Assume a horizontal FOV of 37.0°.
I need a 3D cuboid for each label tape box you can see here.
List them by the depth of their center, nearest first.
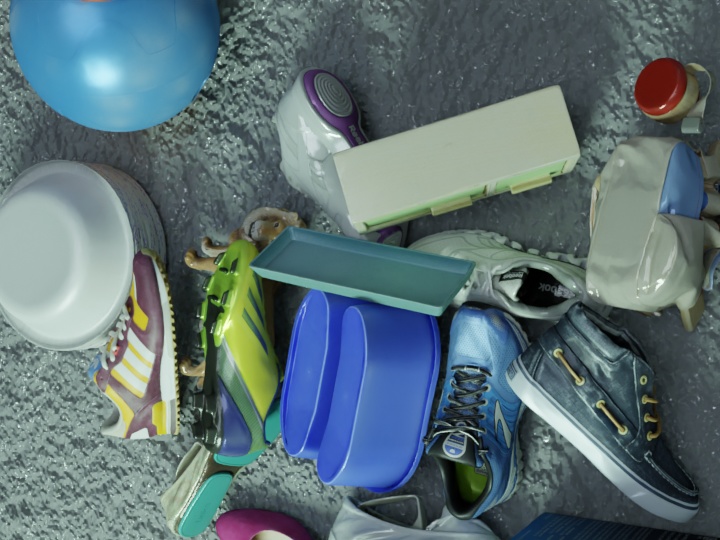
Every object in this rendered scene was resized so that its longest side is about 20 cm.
[{"bbox_3d":[0.221,0.251,0.862,0.198,0.143,0.067,5,92,25],"label":"label tape box"}]

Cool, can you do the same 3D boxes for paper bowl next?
[{"bbox_3d":[-0.313,-0.016,1.138,0.199,0.104,0.203,0,89,25],"label":"paper bowl"}]

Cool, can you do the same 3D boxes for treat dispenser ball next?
[{"bbox_3d":[-0.237,-0.236,1.044,0.199,0.200,0.203,0,91,25],"label":"treat dispenser ball"}]

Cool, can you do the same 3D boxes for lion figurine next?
[{"bbox_3d":[-0.112,0.032,1.070,0.121,0.072,0.202,8,108,17],"label":"lion figurine"}]

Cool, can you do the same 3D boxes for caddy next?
[{"bbox_3d":[0.006,0.103,0.978,0.141,0.104,0.202,26,108,55],"label":"caddy"}]

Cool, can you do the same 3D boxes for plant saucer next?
[{"bbox_3d":[0.000,0.000,0.945,0.199,0.070,0.019,11,130,31],"label":"plant saucer"}]

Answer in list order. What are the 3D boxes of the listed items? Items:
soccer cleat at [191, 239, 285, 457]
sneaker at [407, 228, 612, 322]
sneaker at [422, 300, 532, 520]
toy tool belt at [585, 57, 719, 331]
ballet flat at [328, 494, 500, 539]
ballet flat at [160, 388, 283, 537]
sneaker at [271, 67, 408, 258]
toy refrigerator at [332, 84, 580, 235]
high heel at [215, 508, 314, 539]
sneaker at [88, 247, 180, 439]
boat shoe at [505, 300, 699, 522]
[{"bbox_3d":[-0.108,0.073,1.008,0.065,0.083,0.202,5,90,60],"label":"soccer cleat"},{"bbox_3d":[0.119,0.006,0.945,0.198,0.081,0.076,8,96,27],"label":"sneaker"},{"bbox_3d":[0.101,0.125,0.923,0.078,0.089,0.202,6,109,29],"label":"sneaker"},{"bbox_3d":[0.258,-0.058,0.874,0.124,0.122,0.202,9,85,52],"label":"toy tool belt"},{"bbox_3d":[0.062,0.241,0.988,0.198,0.069,0.070,2,91,26],"label":"ballet flat"},{"bbox_3d":[-0.144,0.181,1.082,0.201,0.067,0.062,-53,50,15],"label":"ballet flat"},{"bbox_3d":[-0.021,-0.089,1.027,0.099,0.075,0.201,-33,79,46],"label":"sneaker"},{"bbox_3d":[0.083,-0.090,0.927,0.198,0.076,0.071,-17,83,3],"label":"toy refrigerator"},{"bbox_3d":[-0.074,0.290,1.029,0.199,0.096,0.068,28,102,22],"label":"high heel"},{"bbox_3d":[-0.229,0.078,1.076,0.089,0.075,0.202,-5,107,-10],"label":"sneaker"},{"bbox_3d":[0.220,0.117,0.873,0.200,0.071,0.091,39,110,-6],"label":"boat shoe"}]
